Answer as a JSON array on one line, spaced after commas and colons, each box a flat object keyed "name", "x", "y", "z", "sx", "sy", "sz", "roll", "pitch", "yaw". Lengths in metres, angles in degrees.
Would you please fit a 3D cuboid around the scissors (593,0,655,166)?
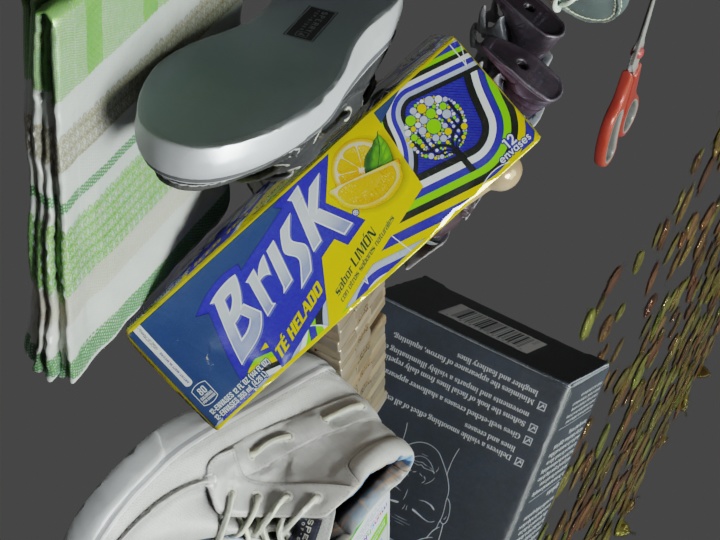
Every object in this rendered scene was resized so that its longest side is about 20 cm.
[{"name": "scissors", "x": 0.229, "y": -0.171, "z": 1.663, "sx": 0.073, "sy": 0.014, "sz": 0.200, "roll": -50, "pitch": 159, "yaw": -35}]

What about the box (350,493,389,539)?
[{"name": "box", "x": -0.066, "y": 0.224, "z": 1.199, "sx": 0.200, "sy": 0.097, "sz": 0.177, "roll": -56, "pitch": 162, "yaw": -28}]

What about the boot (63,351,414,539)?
[{"name": "boot", "x": -0.056, "y": 0.118, "z": 1.037, "sx": 0.200, "sy": 0.096, "sz": 0.074, "roll": -34, "pitch": 153, "yaw": -39}]

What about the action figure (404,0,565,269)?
[{"name": "action figure", "x": 0.060, "y": -0.078, "z": 1.199, "sx": 0.200, "sy": 0.069, "sz": 0.130, "roll": -59, "pitch": -179, "yaw": 46}]

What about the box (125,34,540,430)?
[{"name": "box", "x": -0.015, "y": -0.020, "z": 0.911, "sx": 0.200, "sy": 0.064, "sz": 0.070, "roll": -43, "pitch": -170, "yaw": 1}]

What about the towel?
[{"name": "towel", "x": -0.096, "y": -0.066, "z": 0.829, "sx": 0.149, "sy": 0.031, "sz": 0.200, "roll": -52, "pitch": 157, "yaw": -43}]

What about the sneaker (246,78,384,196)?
[{"name": "sneaker", "x": 0.022, "y": -0.067, "z": 1.033, "sx": 0.085, "sy": 0.077, "sz": 0.200, "roll": -30, "pitch": -176, "yaw": 32}]

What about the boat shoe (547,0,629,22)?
[{"name": "boat shoe", "x": 0.099, "y": -0.179, "z": 1.111, "sx": 0.200, "sy": 0.073, "sz": 0.062, "roll": 37, "pitch": 59, "yaw": -57}]

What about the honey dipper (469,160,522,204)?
[{"name": "honey dipper", "x": 0.000, "y": 0.000, "z": 1.021, "sx": 0.200, "sy": 0.038, "sz": 0.038, "roll": -34, "pitch": 163, "yaw": 4}]

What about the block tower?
[{"name": "block tower", "x": -0.021, "y": 0.033, "z": 1.139, "sx": 0.058, "sy": 0.054, "sz": 0.200, "roll": -55, "pitch": 160, "yaw": -27}]

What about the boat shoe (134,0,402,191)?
[{"name": "boat shoe", "x": -0.038, "y": -0.071, "z": 0.848, "sx": 0.200, "sy": 0.070, "sz": 0.066, "roll": -55, "pitch": 159, "yaw": -56}]

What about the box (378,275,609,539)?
[{"name": "box", "x": 0.056, "y": 0.128, "z": 1.338, "sx": 0.107, "sy": 0.148, "sz": 0.200, "roll": -14, "pitch": 128, "yaw": -68}]
